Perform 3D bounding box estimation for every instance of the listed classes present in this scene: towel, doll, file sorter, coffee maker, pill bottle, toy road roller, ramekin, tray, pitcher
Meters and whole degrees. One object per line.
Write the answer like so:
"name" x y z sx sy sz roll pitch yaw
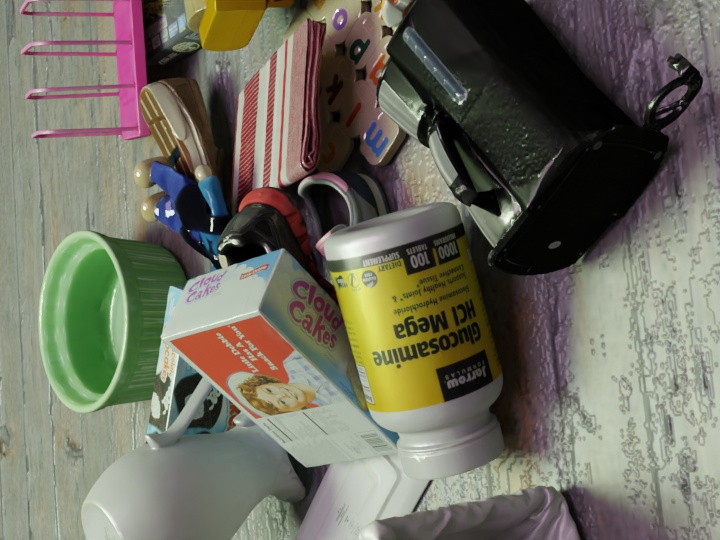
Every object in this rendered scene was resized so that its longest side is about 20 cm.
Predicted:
"towel" -0.081 -0.135 1.074 0.200 0.023 0.146 154 121 -63
"doll" -0.155 -0.044 1.109 0.200 0.048 0.138 33 138 47
"file sorter" -0.313 -0.248 1.258 0.139 0.124 0.202 -168 75 -69
"coffee maker" 0.126 -0.129 0.841 0.192 0.134 0.201 -40 59 12
"pill bottle" 0.049 0.056 0.890 0.112 0.112 0.202 -9 99 47
"toy road roller" -0.082 -0.297 1.048 0.200 0.145 0.124 145 118 -65
"ramekin" -0.275 0.057 1.272 0.199 0.097 0.202 -2 87 47
"tray" -0.010 0.225 1.034 0.107 0.022 0.201 45 120 38
"pitcher" -0.156 0.181 1.034 0.121 0.199 0.173 8 116 48

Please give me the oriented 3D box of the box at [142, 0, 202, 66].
"box" -0.179 -0.331 1.221 0.199 0.049 0.163 -16 80 47

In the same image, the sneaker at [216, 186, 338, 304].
"sneaker" -0.063 0.029 1.001 0.070 0.098 0.202 -21 104 36

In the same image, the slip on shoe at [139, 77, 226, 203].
"slip on shoe" -0.168 -0.110 1.192 0.076 0.060 0.201 -33 81 58

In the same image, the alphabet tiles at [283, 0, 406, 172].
"alphabet tiles" -0.006 -0.194 1.051 0.196 0.015 0.200 -56 51 27

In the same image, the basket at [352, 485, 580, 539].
"basket" 0.069 0.286 0.823 0.161 0.199 0.200 -41 60 45

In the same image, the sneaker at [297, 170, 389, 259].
"sneaker" 0.000 0.000 0.986 0.070 0.082 0.201 -43 60 33

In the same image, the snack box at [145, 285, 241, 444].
"snack box" -0.148 0.117 1.119 0.037 0.115 0.202 19 103 46

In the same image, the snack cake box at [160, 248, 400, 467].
"snack cake box" -0.055 0.081 0.950 0.114 0.200 0.068 -15 41 37

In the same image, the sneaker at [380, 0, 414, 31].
"sneaker" 0.079 -0.290 0.923 0.200 0.078 0.078 -45 37 28
